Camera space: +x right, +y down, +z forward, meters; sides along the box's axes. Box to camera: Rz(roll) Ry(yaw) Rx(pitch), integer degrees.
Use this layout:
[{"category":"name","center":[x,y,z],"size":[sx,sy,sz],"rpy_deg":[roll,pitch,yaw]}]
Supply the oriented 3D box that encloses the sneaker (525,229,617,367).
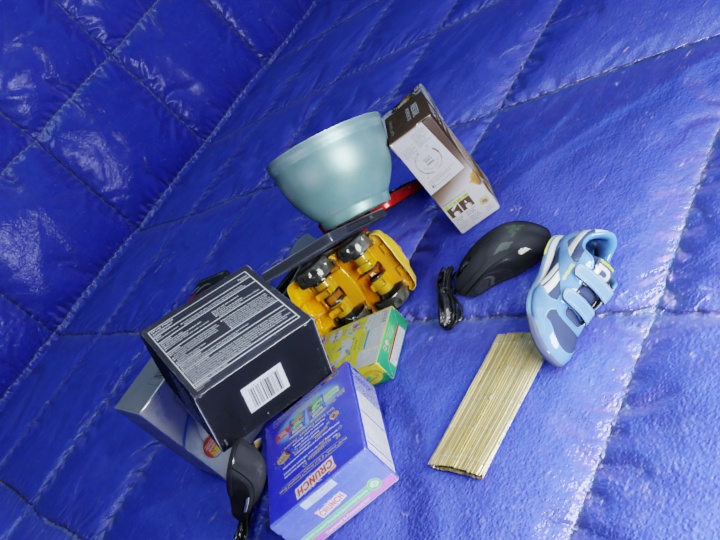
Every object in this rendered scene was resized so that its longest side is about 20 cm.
[{"category":"sneaker","center":[0.254,0.024,0.919],"size":[0.082,0.074,0.201],"rpy_deg":[-18,38,43]}]

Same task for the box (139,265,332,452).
[{"category":"box","center":[-0.183,0.121,1.141],"size":[0.199,0.124,0.198],"rpy_deg":[-33,41,-20]}]

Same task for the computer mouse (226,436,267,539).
[{"category":"computer mouse","center":[-0.150,0.288,1.101],"size":[0.046,0.201,0.141],"rpy_deg":[7,40,3]}]

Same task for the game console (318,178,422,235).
[{"category":"game console","center":[0.028,-0.130,1.485],"size":[0.199,0.031,0.177],"rpy_deg":[-19,12,44]}]

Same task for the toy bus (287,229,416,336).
[{"category":"toy bus","center":[0.000,0.000,1.319],"size":[0.199,0.136,0.192],"rpy_deg":[-32,13,24]}]

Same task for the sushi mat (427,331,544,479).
[{"category":"sushi mat","center":[0.160,0.158,0.938],"size":[0.095,0.012,0.200],"rpy_deg":[-6,46,58]}]

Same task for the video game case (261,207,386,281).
[{"category":"video game case","center":[-0.054,-0.043,1.240],"size":[0.142,0.019,0.200],"rpy_deg":[-30,2,30]}]

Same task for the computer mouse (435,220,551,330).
[{"category":"computer mouse","center":[0.179,-0.011,1.114],"size":[0.200,0.053,0.139],"rpy_deg":[-35,26,24]}]

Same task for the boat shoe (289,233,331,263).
[{"category":"boat shoe","center":[-0.082,-0.031,1.559],"size":[0.200,0.056,0.069],"rpy_deg":[5,64,61]}]

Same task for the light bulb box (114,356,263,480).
[{"category":"light bulb box","center":[-0.263,0.212,1.308],"size":[0.125,0.200,0.199],"rpy_deg":[-4,47,55]}]

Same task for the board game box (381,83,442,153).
[{"category":"board game box","center":[0.112,-0.339,1.735],"size":[0.126,0.035,0.200],"rpy_deg":[-40,25,16]}]

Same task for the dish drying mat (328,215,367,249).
[{"category":"dish drying mat","center":[-0.021,-0.068,1.392],"size":[0.077,0.018,0.200],"rpy_deg":[-43,-21,-13]}]

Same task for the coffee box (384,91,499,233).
[{"category":"coffee box","center":[0.131,-0.174,1.253],"size":[0.080,0.200,0.115],"rpy_deg":[-35,27,16]}]

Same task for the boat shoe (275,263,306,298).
[{"category":"boat shoe","center":[-0.168,0.062,1.548],"size":[0.200,0.062,0.075],"rpy_deg":[-42,27,12]}]

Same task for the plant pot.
[{"category":"plant pot","center":[-0.032,-0.145,1.228],"size":[0.199,0.135,0.200],"rpy_deg":[-26,3,1]}]

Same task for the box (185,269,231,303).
[{"category":"box","center":[-0.327,0.115,1.670],"size":[0.122,0.106,0.201],"rpy_deg":[-21,36,44]}]

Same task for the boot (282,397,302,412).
[{"category":"boot","center":[-0.135,0.133,1.303],"size":[0.070,0.132,0.201],"rpy_deg":[-34,27,26]}]

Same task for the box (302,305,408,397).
[{"category":"box","center":[-0.022,0.141,1.217],"size":[0.199,0.048,0.118],"rpy_deg":[-23,34,37]}]

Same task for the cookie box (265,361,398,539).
[{"category":"cookie box","center":[-0.046,0.249,1.056],"size":[0.171,0.075,0.200],"rpy_deg":[-41,25,13]}]
